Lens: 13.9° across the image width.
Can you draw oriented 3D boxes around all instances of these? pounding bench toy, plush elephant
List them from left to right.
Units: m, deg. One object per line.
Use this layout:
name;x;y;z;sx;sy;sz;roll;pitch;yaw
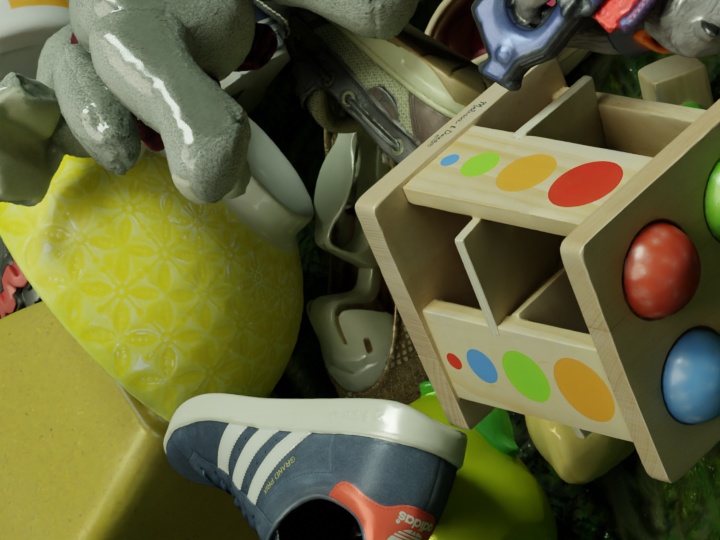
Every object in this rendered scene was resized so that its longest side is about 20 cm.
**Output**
plush elephant;-0.099;-0.094;1.394;0.200;0.165;0.155;30;149;12
pounding bench toy;0.134;-0.025;1.293;0.156;0.200;0.124;12;134;47

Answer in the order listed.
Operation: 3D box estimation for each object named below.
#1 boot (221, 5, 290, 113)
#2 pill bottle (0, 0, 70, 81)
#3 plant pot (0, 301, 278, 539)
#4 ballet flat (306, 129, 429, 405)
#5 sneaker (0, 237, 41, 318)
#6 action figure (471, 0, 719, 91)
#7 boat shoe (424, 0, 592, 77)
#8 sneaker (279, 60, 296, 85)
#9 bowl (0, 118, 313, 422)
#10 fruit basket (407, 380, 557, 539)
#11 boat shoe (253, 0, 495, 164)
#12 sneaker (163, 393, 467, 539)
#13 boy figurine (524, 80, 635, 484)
boot;-0.097;-0.122;1.601;0.090;0.073;0.200;59;154;3
pill bottle;-0.239;-0.194;1.777;0.112;0.112;0.200;-45;58;39
plant pot;-0.141;0.124;1.616;0.200;0.194;0.196;-55;52;26
ballet flat;0.000;0.000;1.539;0.070;0.065;0.200;1;92;46
sneaker;-0.175;-0.056;1.734;0.098;0.071;0.201;49;126;34
action figure;0.122;-0.175;1.291;0.200;0.105;0.194;-44;58;22
boat shoe;0.102;-0.149;1.418;0.200;0.069;0.074;-47;57;39
sneaker;-0.049;-0.188;1.593;0.200;0.088;0.074;55;159;4
bowl;-0.089;-0.024;1.511;0.108;0.200;0.200;-40;58;14
fruit basket;0.052;0.164;1.430;0.216;0.155;0.216;-27;48;34
boat shoe;-0.004;-0.098;1.439;0.200;0.073;0.065;39;103;52
sneaker;-0.035;0.108;1.389;0.200;0.075;0.085;-6;64;55
boy figurine;0.095;0.003;1.431;0.124;0.064;0.200;-24;74;27
